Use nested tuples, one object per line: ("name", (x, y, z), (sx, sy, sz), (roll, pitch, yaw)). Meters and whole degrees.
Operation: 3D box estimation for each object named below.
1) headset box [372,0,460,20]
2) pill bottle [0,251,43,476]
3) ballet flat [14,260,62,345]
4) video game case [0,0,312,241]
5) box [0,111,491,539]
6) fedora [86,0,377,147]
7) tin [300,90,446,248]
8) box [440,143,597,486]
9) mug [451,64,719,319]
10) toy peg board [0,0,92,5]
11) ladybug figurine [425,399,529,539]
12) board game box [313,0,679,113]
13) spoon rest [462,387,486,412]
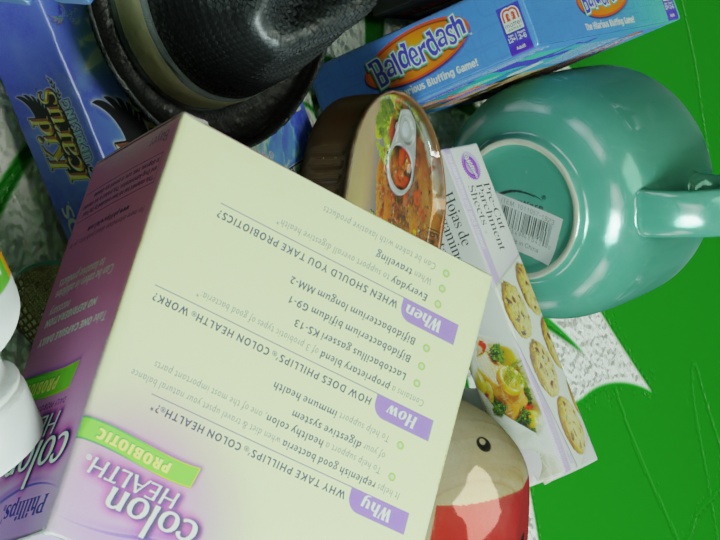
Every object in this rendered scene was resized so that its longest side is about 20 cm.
("headset box", (0.098, -0.211, 1.428), (0.199, 0.148, 0.076), (-4, 78, -58))
("pill bottle", (-0.207, -0.005, 0.938), (0.111, 0.110, 0.201), (-48, 121, -51))
("ballet flat", (-0.085, 0.060, 1.109), (0.199, 0.070, 0.066), (25, 42, -28))
("video game case", (-0.105, -0.102, 1.172), (0.181, 0.045, 0.201), (-36, 108, -54))
("box", (-0.056, 0.064, 1.036), (0.175, 0.096, 0.201), (27, 65, -24))
("fedora", (-0.046, -0.159, 1.128), (0.200, 0.091, 0.202), (7, 81, -49))
("tin", (0.000, 0.000, 1.240), (0.112, 0.042, 0.202), (41, 54, -58))
("box", (0.079, 0.027, 1.329), (0.041, 0.039, 0.201), (-11, 79, -55))
("mug", (0.138, -0.054, 1.419), (0.114, 0.185, 0.153), (-17, 77, -52))
("toy peg board", (-0.201, -0.163, 0.934), (0.199, 0.199, 0.098), (41, 66, -45))
("ladybug figurine", (0.055, 0.169, 1.287), (0.136, 0.071, 0.202), (-51, 146, -70))
("board game box", (0.084, -0.137, 1.385), (0.200, 0.151, 0.045), (-17, 87, -58))
("spoon rest", (0.014, 0.013, 1.340), (0.200, 0.060, 0.100), (53, 38, -15))
